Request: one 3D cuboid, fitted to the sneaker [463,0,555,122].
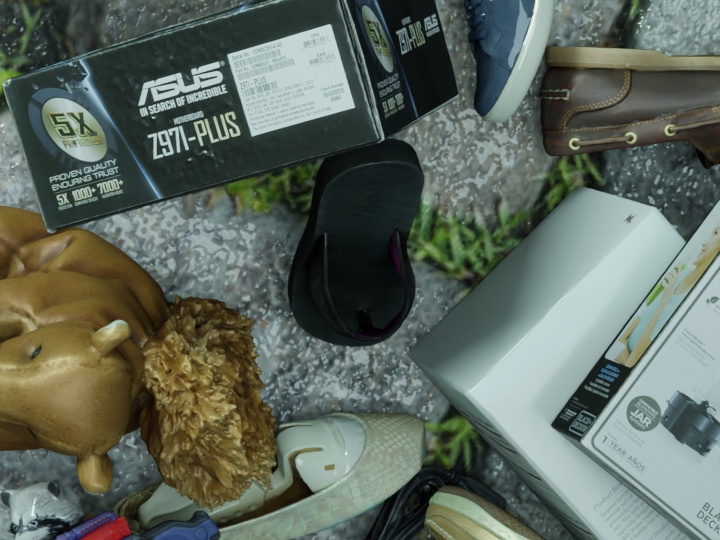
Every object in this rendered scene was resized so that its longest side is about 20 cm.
[{"bbox_3d":[0.068,-0.188,1.635,0.084,0.075,0.201,8,86,-15],"label":"sneaker"}]

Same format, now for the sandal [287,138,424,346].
[{"bbox_3d":[-0.001,0.000,1.592,0.075,0.201,0.048,-10,60,-7],"label":"sandal"}]

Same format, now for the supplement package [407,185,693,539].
[{"bbox_3d":[0.159,0.078,1.645,0.152,0.151,0.200,-44,103,-4],"label":"supplement package"}]

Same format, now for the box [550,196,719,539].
[{"bbox_3d":[0.212,0.043,1.544,0.116,0.060,0.200,37,87,-13],"label":"box"}]

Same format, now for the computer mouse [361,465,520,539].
[{"bbox_3d":[0.067,0.210,1.704,0.200,0.046,0.141,38,69,-18],"label":"computer mouse"}]

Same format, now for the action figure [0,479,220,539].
[{"bbox_3d":[-0.172,0.212,1.580,0.199,0.104,0.195,-17,102,-37],"label":"action figure"}]

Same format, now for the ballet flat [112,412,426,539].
[{"bbox_3d":[-0.052,0.125,1.648,0.199,0.068,0.063,-25,137,-7],"label":"ballet flat"}]

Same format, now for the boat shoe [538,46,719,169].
[{"bbox_3d":[0.203,-0.095,1.674,0.199,0.070,0.071,1,90,-3],"label":"boat shoe"}]

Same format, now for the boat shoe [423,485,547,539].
[{"bbox_3d":[0.107,0.202,1.623,0.200,0.072,0.076,34,85,24],"label":"boat shoe"}]

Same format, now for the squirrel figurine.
[{"bbox_3d":[-0.135,0.056,1.566,0.199,0.187,0.142,11,95,-12],"label":"squirrel figurine"}]

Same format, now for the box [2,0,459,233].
[{"bbox_3d":[-0.066,-0.098,1.534,0.199,0.164,0.087,-14,97,19],"label":"box"}]
